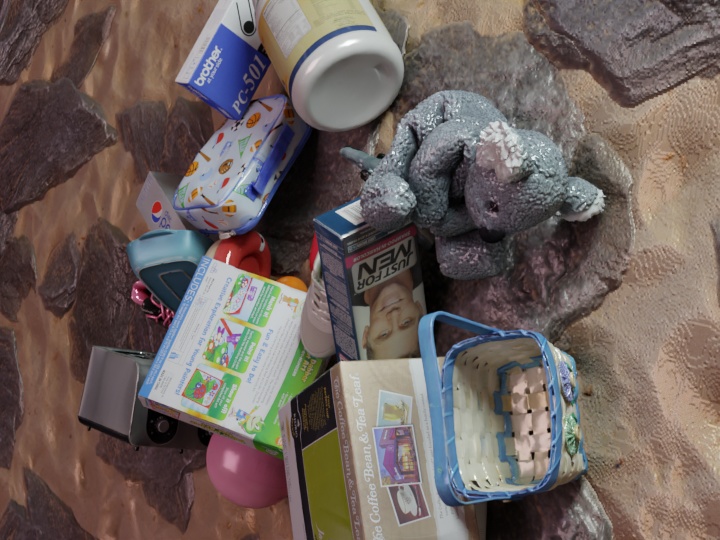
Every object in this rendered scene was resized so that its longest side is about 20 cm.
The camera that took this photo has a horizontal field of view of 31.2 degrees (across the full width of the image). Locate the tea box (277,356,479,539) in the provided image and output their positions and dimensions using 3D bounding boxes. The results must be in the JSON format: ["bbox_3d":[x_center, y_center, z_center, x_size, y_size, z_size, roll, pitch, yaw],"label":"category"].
[{"bbox_3d":[0.013,0.215,1.358,0.197,0.132,0.203,139,126,-60],"label":"tea box"}]

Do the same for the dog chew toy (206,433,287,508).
[{"bbox_3d":[-0.114,0.197,1.631,0.124,0.123,0.202,40,109,47],"label":"dog chew toy"}]

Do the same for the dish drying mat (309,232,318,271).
[{"bbox_3d":[0.000,0.000,1.583,0.199,0.018,0.078,31,111,49],"label":"dish drying mat"}]

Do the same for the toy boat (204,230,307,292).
[{"bbox_3d":[-0.128,0.042,1.683,0.129,0.130,0.203,-17,70,18],"label":"toy boat"}]

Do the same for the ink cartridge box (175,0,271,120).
[{"bbox_3d":[-0.155,-0.310,1.704,0.044,0.094,0.202,18,79,55],"label":"ink cartridge box"}]

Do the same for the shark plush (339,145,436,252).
[{"bbox_3d":[0.038,-0.108,1.492,0.092,0.082,0.201,-60,44,28],"label":"shark plush"}]

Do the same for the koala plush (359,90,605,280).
[{"bbox_3d":[0.134,-0.096,1.303,0.199,0.176,0.186,7,71,56],"label":"koala plush"}]

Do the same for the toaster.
[{"bbox_3d":[-0.280,0.180,1.797,0.199,0.179,0.121,8,88,52],"label":"toaster"}]

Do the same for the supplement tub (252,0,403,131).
[{"bbox_3d":[-0.045,-0.284,1.573,0.145,0.143,0.201,-54,47,33],"label":"supplement tub"}]

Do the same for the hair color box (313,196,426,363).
[{"bbox_3d":[0.016,0.020,1.426,0.060,0.099,0.203,34,142,47],"label":"hair color box"}]

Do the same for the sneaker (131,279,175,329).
[{"bbox_3d":[-0.268,0.066,1.862,0.200,0.094,0.080,38,113,46],"label":"sneaker"}]

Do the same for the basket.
[{"bbox_3d":[0.130,0.135,1.245,0.138,0.198,0.179,-17,72,42],"label":"basket"}]

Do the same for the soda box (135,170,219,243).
[{"bbox_3d":[-0.256,-0.062,1.882,0.201,0.068,0.064,54,126,42],"label":"soda box"}]

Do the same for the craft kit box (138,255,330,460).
[{"bbox_3d":[-0.141,0.103,1.572,0.195,0.049,0.202,18,66,12],"label":"craft kit box"}]

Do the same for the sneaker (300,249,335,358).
[{"bbox_3d":[-0.030,0.015,1.497,0.076,0.081,0.202,30,115,19],"label":"sneaker"}]

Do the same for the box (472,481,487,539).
[{"bbox_3d":[0.079,0.303,1.429,0.143,0.036,0.204,-1,84,53],"label":"box"}]

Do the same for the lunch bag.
[{"bbox_3d":[-0.152,-0.133,1.692,0.159,0.075,0.202,0,56,50],"label":"lunch bag"}]

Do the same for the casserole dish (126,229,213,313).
[{"bbox_3d":[-0.239,0.008,1.753,0.119,0.200,0.039,-10,61,13],"label":"casserole dish"}]
